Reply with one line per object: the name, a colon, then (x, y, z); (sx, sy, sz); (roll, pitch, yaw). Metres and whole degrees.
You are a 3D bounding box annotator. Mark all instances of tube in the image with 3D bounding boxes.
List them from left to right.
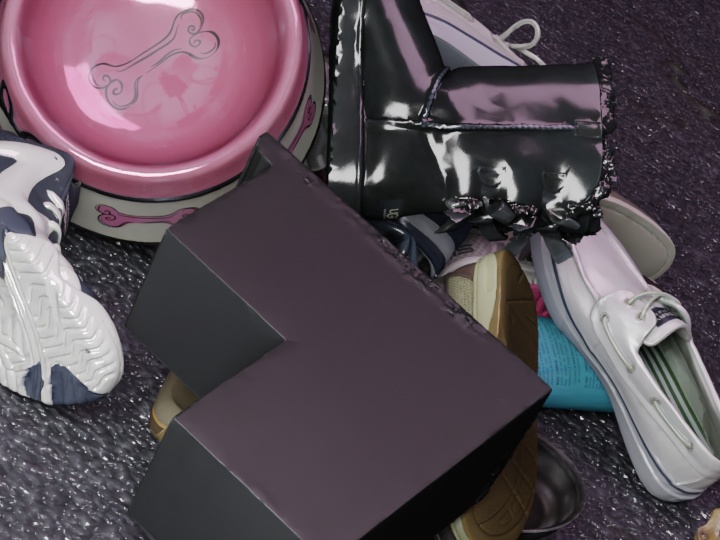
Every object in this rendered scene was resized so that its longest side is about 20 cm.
tube: (0.116, 0.057, 1.583); (0.200, 0.050, 0.078); (10, 47, -38)

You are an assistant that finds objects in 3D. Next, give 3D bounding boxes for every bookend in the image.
bookend: (-0.050, 0.062, 1.222); (0.199, 0.092, 0.200); (42, 45, 14)

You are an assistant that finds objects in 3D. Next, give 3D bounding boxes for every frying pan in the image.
frying pan: (0.034, 0.111, 1.395); (0.189, 0.031, 0.115); (5, 31, -22)

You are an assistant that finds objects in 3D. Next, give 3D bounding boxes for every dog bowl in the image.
dog bowl: (-0.116, -0.119, 1.423); (0.200, 0.200, 0.074); (34, -15, 5)

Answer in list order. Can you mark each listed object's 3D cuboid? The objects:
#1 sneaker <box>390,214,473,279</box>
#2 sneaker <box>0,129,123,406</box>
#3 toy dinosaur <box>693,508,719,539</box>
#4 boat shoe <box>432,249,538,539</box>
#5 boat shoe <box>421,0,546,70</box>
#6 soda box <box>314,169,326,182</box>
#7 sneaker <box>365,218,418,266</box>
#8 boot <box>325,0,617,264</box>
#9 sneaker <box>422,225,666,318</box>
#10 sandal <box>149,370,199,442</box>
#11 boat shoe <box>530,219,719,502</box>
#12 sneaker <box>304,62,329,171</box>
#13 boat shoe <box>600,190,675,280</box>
sneaker: (0.069, -0.050, 1.582); (0.070, 0.109, 0.200); (40, 10, 21)
sneaker: (-0.168, -0.013, 1.322); (0.199, 0.080, 0.129); (32, 30, 26)
toy dinosaur: (0.226, 0.202, 1.450); (0.101, 0.058, 0.200); (16, 16, 0)
boat shoe: (0.055, 0.076, 1.379); (0.072, 0.066, 0.201); (52, 34, -37)
boat shoe: (0.079, -0.135, 1.672); (0.202, 0.075, 0.086); (29, 43, -36)
soda box: (0.012, -0.096, 1.670); (0.064, 0.070, 0.200); (64, 29, -10)
sneaker: (0.000, 0.000, 1.490); (0.074, 0.081, 0.200); (17, 20, -22)
boot: (0.063, -0.107, 1.446); (0.162, 0.199, 0.073); (3, -15, -4)
sneaker: (0.118, 0.006, 1.648); (0.199, 0.074, 0.088); (9, 38, -33)
sandal: (-0.066, 0.038, 1.371); (0.080, 0.054, 0.200); (20, 26, -3)
boat shoe: (0.176, 0.041, 1.563); (0.073, 0.067, 0.200); (-23, 82, -40)
sneaker: (-0.079, -0.109, 1.572); (0.200, 0.075, 0.082); (19, 30, 25)
boat shoe: (0.127, -0.045, 1.761); (0.201, 0.072, 0.060); (17, 32, -23)
